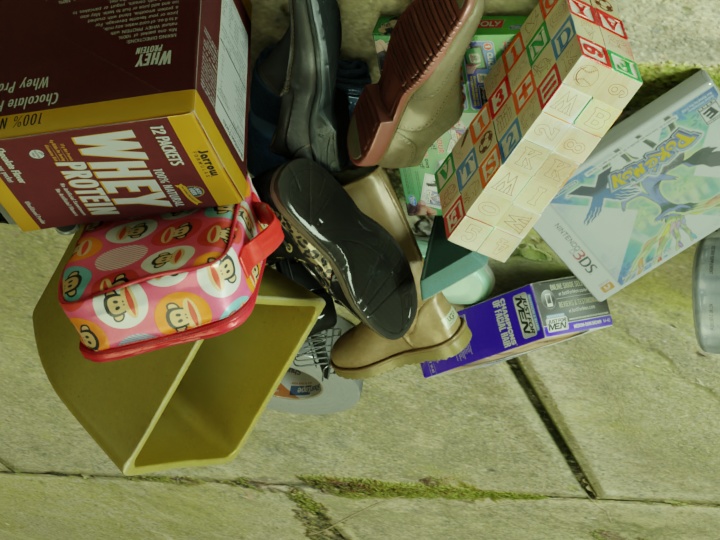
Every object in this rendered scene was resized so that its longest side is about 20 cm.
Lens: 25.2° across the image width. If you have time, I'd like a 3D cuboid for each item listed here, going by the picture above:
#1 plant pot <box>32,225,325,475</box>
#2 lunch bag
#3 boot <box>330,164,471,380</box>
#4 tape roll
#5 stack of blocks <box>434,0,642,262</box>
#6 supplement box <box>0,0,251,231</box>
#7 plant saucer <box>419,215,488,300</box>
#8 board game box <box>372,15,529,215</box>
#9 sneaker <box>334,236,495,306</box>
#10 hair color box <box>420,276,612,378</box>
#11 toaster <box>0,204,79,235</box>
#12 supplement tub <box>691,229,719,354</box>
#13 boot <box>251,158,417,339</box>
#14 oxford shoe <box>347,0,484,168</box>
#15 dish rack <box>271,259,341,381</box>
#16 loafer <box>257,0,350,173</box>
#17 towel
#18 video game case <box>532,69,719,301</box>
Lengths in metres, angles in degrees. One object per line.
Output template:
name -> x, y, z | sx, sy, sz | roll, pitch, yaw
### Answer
plant pot -> -0.192, 0.052, 1.535 | 0.200, 0.195, 0.195 | 37, -166, 24
lunch bag -> -0.145, -0.013, 1.322 | 0.175, 0.200, 0.082 | -15, 115, 12
boot -> 0.000, 0.000, 1.550 | 0.174, 0.066, 0.201 | -16, 115, 35
tape roll -> -0.091, 0.108, 1.982 | 0.198, 0.067, 0.201 | 9, 153, 4
stack of blocks -> 0.137, -0.120, 1.299 | 0.058, 0.116, 0.200 | 20, 126, -22
supplement box -> -0.201, -0.161, 1.305 | 0.195, 0.202, 0.133 | -7, 150, 11
plant saucer -> 0.091, -0.037, 1.494 | 0.070, 0.200, 0.019 | -30, 108, 21
board game box -> 0.092, -0.131, 1.407 | 0.133, 0.029, 0.201 | 2, 133, 16
sneaker -> 0.050, 0.014, 1.665 | 0.199, 0.119, 0.074 | 20, 121, -15
hair color box -> 0.162, 0.061, 1.746 | 0.109, 0.065, 0.199 | -8, 168, -40
toaster -> -0.304, -0.136, 1.462 | 0.179, 0.202, 0.119 | 1, 156, 3
supplement tub -> 0.424, 0.020, 1.542 | 0.198, 0.124, 0.123 | -1, 152, 21
boot -> -0.047, -0.019, 1.472 | 0.150, 0.073, 0.200 | 1, 140, 53
oxford shoe -> 0.059, -0.162, 1.336 | 0.074, 0.071, 0.200 | 8, 139, -27
dish rack -> -0.064, 0.029, 1.729 | 0.054, 0.155, 0.200 | -11, 157, -8
loafer -> -0.053, -0.169, 1.366 | 0.072, 0.073, 0.201 | 4, 129, 10
towel -> -0.051, -0.134, 1.506 | 0.111, 0.049, 0.200 | 12, 154, -1
video game case -> 0.257, -0.069, 1.438 | 0.199, 0.022, 0.182 | -34, 138, 14
